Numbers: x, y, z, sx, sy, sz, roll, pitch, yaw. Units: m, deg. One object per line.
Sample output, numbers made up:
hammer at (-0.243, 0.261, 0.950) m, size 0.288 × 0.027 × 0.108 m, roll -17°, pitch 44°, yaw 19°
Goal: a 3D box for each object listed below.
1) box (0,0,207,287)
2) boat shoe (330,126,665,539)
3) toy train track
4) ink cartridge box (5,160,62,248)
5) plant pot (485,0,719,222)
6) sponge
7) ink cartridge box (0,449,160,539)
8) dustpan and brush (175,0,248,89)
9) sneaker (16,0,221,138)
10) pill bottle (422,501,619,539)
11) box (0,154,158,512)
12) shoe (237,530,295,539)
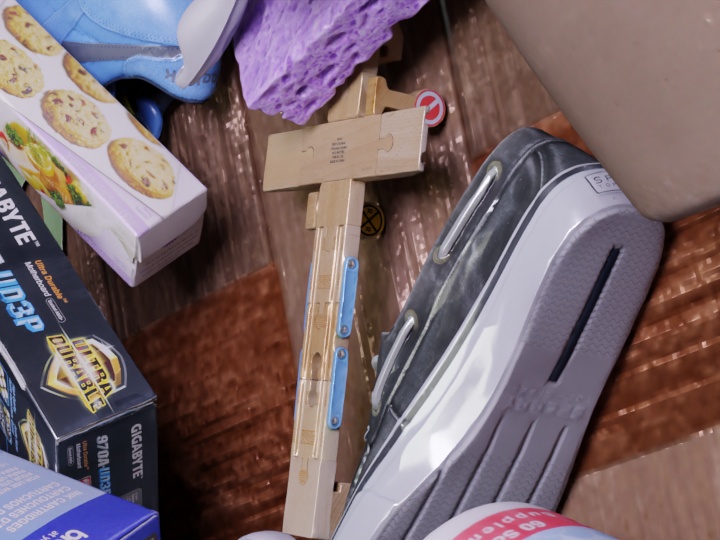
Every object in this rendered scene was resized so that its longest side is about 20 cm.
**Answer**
box at (-0.143, -0.077, 0.870) m, size 0.200 × 0.041 × 0.039 m, roll 45°, pitch 149°, yaw 19°
boat shoe at (0.038, 0.044, 0.729) m, size 0.201 × 0.072 × 0.071 m, roll -60°, pitch 38°, yaw 16°
toy train track at (0.000, 0.000, 0.782) m, size 0.114 × 0.032 × 0.202 m, roll -3°, pitch 79°, yaw 59°
ink cartridge box at (-0.219, -0.011, 1.043) m, size 0.199 × 0.048 × 0.147 m, roll -4°, pitch 85°, yaw 52°
plant pot at (0.098, -0.114, 0.581) m, size 0.199 × 0.199 × 0.176 m, roll -22°, pitch 92°, yaw 47°
sponge at (-0.020, -0.169, 0.798) m, size 0.111 × 0.030 × 0.202 m, roll -42°, pitch 49°, yaw 40°
ink cartridge box at (-0.147, 0.141, 0.779) m, size 0.198 × 0.076 × 0.138 m, roll 16°, pitch 118°, yaw 29°
dustpan and brush at (-0.036, -0.140, 0.732) m, size 0.200 × 0.057 × 0.140 m, roll -47°, pitch 19°, yaw 40°
sneaker at (-0.129, -0.091, 0.922) m, size 0.199 × 0.065 × 0.079 m, roll -7°, pitch 88°, yaw 50°
pill bottle at (0.096, 0.147, 0.616) m, size 0.199 × 0.108 × 0.110 m, roll 18°, pitch 103°, yaw 48°
box at (-0.138, 0.074, 0.884) m, size 0.159 × 0.046 × 0.201 m, roll 52°, pitch 152°, yaw 37°
shoe at (-0.092, 0.190, 0.852) m, size 0.072 × 0.090 × 0.201 m, roll 53°, pitch 127°, yaw 36°
